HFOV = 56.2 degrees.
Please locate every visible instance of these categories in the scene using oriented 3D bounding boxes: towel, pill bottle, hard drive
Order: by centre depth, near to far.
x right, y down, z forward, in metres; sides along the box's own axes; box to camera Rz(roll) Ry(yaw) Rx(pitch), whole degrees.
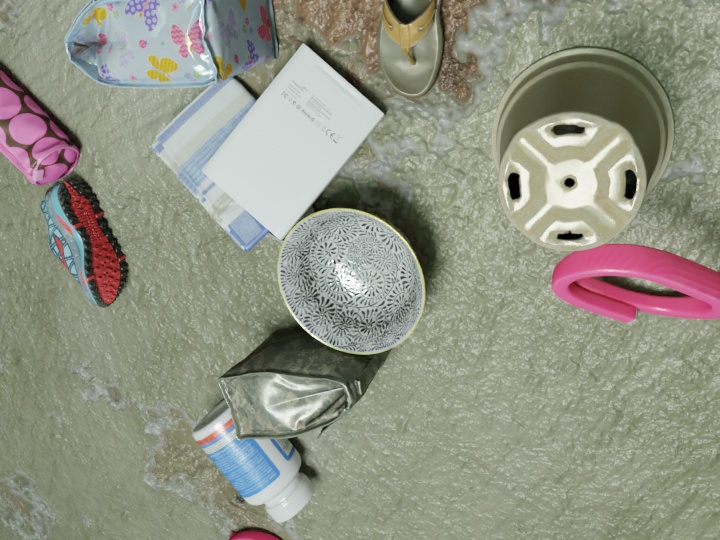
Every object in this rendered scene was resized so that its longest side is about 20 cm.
[{"bbox_3d":[-0.084,-0.157,0.835,0.132,0.027,0.200,41,96,-1],"label":"hard drive"},{"bbox_3d":[-0.161,-0.142,0.877,0.147,0.024,0.200,-42,85,4],"label":"towel"},{"bbox_3d":[-0.166,0.300,1.077,0.112,0.112,0.201,-32,98,30],"label":"pill bottle"}]

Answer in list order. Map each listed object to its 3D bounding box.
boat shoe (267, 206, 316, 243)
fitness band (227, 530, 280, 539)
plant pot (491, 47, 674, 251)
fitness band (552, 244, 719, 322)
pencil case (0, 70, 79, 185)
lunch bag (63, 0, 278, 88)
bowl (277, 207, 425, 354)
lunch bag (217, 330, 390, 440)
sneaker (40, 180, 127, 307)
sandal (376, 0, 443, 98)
[{"bbox_3d":[-0.153,-0.101,0.912,0.201,0.065,0.075,35,121,3],"label":"boat shoe"},{"bbox_3d":[-0.194,0.561,1.255,0.143,0.037,0.201,21,121,11],"label":"fitness band"},{"bbox_3d":[0.219,-0.113,0.693,0.199,0.184,0.202,9,117,18],"label":"plant pot"},{"bbox_3d":[0.303,0.020,0.733,0.199,0.038,0.143,17,164,-21],"label":"fitness band"},{"bbox_3d":[-0.514,-0.213,0.984,0.200,0.094,0.091,42,121,-2],"label":"pencil case"},{"bbox_3d":[-0.223,-0.286,0.792,0.198,0.170,0.128,3,116,21],"label":"lunch bag"},{"bbox_3d":[0.000,0.000,0.883,0.199,0.094,0.202,8,116,18],"label":"bowl"},{"bbox_3d":[-0.063,0.151,0.937,0.199,0.164,0.118,-10,105,26],"label":"lunch bag"},{"bbox_3d":[-0.437,-0.038,1.058,0.095,0.079,0.202,-9,102,35],"label":"sneaker"},{"bbox_3d":[0.058,-0.293,0.746,0.080,0.054,0.201,17,119,13],"label":"sandal"}]
